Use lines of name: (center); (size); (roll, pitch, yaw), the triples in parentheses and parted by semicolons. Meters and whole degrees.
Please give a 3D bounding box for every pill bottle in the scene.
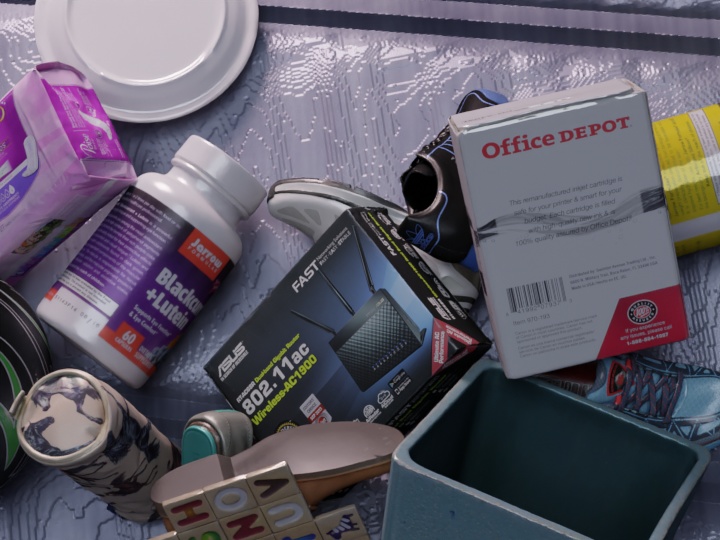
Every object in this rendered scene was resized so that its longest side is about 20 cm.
pill bottle: (-0.170, -0.011, 1.663); (0.111, 0.111, 0.200); (34, 82, 18)
pill bottle: (0.230, -0.061, 1.608); (0.200, 0.111, 0.111); (-16, 71, 4)

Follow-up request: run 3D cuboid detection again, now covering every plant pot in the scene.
plant pot: (0.123, 0.219, 1.491); (0.196, 0.196, 0.200); (22, 118, 16)

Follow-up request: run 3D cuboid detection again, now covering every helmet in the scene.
helmet: (-0.345, 0.093, 1.621); (0.191, 0.200, 0.200); (28, 76, -28)

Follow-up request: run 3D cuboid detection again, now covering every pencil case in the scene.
pencil case: (-0.205, 0.141, 1.577); (0.089, 0.200, 0.078); (4, 70, 17)

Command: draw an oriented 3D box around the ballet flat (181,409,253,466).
ballet flat: (-0.116, 0.209, 1.605); (0.067, 0.064, 0.200); (16, 105, 36)

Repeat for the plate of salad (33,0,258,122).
plate of salad: (-0.190, -0.222, 1.767); (0.200, 0.048, 0.200); (0, 74, 0)

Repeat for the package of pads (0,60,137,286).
package of pads: (-0.292, -0.073, 1.685); (0.200, 0.076, 0.121); (-38, 69, 29)

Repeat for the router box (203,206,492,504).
router box: (-0.013, 0.069, 1.596); (0.200, 0.062, 0.150); (-47, 68, 22)

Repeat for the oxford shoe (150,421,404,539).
oxford shoe: (-0.057, 0.170, 1.540); (0.200, 0.071, 0.071); (-16, 114, 5)

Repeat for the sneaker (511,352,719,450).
sneaker: (0.206, 0.102, 1.570); (0.200, 0.096, 0.079); (3, 74, 11)

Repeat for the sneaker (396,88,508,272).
sneaker: (0.075, -0.087, 1.623); (0.078, 0.070, 0.200); (22, 42, -14)

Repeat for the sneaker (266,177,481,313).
sneaker: (0.000, 0.000, 1.649); (0.200, 0.076, 0.116); (19, 75, 13)

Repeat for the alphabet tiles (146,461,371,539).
alphabet tiles: (-0.073, 0.229, 1.539); (0.167, 0.200, 0.008); (-18, 41, 4)

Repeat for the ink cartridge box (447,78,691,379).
ink cartridge box: (0.158, -0.035, 1.513); (0.145, 0.083, 0.200); (-12, 104, 1)
